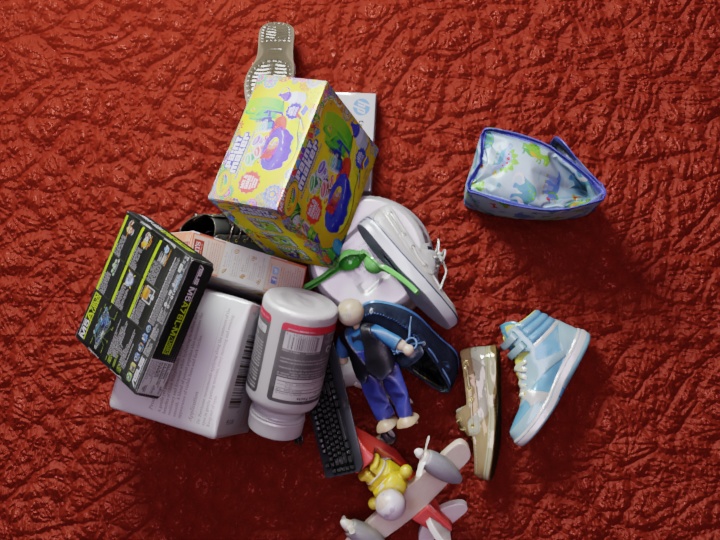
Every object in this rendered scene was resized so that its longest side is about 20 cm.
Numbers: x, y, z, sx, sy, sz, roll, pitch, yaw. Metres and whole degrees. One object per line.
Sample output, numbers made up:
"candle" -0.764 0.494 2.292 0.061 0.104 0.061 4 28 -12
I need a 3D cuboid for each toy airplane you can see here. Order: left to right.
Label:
"toy airplane" 0.062 0.336 1.681 0.197 0.141 0.203 3 102 14

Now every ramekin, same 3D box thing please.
"ramekin" 0.013 -0.019 1.740 0.198 0.098 0.203 0 84 4

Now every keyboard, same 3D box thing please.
"keyboard" -0.066 0.206 1.688 0.126 0.020 0.202 -19 82 39

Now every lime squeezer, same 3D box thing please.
"lime squeezer" 0.000 0.000 1.652 0.198 0.038 0.071 0 46 28

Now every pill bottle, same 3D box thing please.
"pill bottle" -0.103 0.135 1.627 0.109 0.111 0.202 15 108 5

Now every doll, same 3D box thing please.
"doll" 0.022 0.130 1.641 0.136 0.048 0.202 -17 102 39

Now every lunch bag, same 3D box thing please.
"lunch bag" 0.260 -0.131 1.699 0.198 0.170 0.129 18 89 6

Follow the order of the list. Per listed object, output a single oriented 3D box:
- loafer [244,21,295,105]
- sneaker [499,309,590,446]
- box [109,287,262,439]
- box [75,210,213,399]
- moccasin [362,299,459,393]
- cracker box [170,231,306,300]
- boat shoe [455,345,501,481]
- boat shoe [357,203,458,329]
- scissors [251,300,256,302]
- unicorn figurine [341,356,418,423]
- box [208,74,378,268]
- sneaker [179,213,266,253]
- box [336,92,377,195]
"loafer" -0.131 -0.296 1.752 0.075 0.069 0.202 4 50 6
"sneaker" 0.246 0.152 1.721 0.130 0.080 0.201 31 78 4
"box" -0.238 0.127 1.687 0.169 0.200 0.201 15 86 9
"box" -0.298 0.044 1.566 0.193 0.047 0.202 30 99 48
"moccasin" 0.077 0.113 1.688 0.199 0.080 0.069 32 45 -26
"cracker box" -0.197 -0.004 1.664 0.199 0.133 0.058 17 80 -36
"boat shoe" 0.177 0.214 1.727 0.066 0.074 0.203 0 81 14
"boat shoe" 0.089 -0.014 1.657 0.086 0.075 0.202 -39 83 -14
"scissors" -0.129 -0.029 1.793 0.072 0.014 0.203 5 83 12
"unicorn figurine" -0.005 0.150 1.731 0.198 0.074 0.139 -2 120 29
"box" -0.091 -0.140 1.635 0.121 0.193 0.202 11 72 30
"sneaker" -0.170 -0.059 1.739 0.198 0.106 0.076 -17 72 7
"box" -0.077 -0.200 1.790 0.197 0.041 0.158 3 83 3
